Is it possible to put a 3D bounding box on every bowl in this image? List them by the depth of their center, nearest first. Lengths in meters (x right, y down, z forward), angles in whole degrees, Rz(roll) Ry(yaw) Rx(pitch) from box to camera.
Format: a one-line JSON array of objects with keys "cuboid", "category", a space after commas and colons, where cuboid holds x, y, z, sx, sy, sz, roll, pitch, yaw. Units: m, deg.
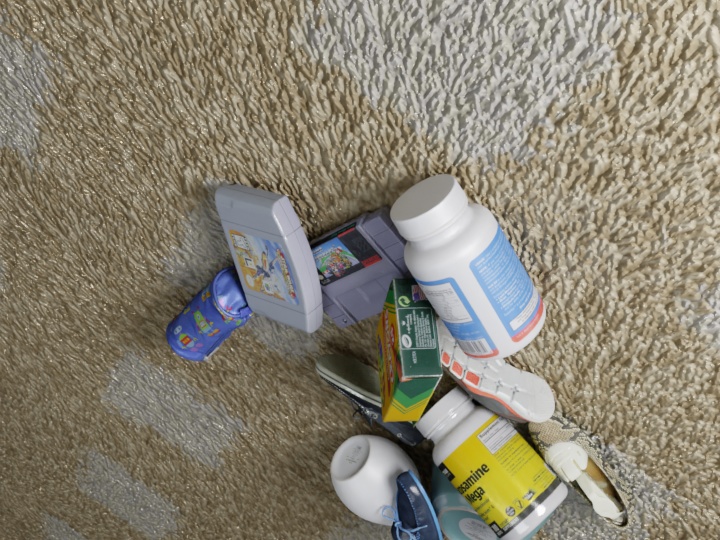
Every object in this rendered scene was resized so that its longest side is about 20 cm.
[{"cuboid": [0.182, 0.341, 1.329, 0.200, 0.105, 0.201, 18, 137, 18], "category": "bowl"}]

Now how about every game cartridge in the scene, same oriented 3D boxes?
[{"cuboid": [0.000, 0.000, 1.162, 0.130, 0.038, 0.200, 44, 139, -20], "category": "game cartridge"}, {"cuboid": [-0.114, -0.013, 1.185, 0.133, 0.041, 0.201, 20, 134, 43], "category": "game cartridge"}]

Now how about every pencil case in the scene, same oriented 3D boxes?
[{"cuboid": [-0.217, 0.070, 1.335, 0.087, 0.078, 0.200, 59, 140, 7], "category": "pencil case"}]

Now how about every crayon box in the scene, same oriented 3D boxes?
[{"cuboid": [0.054, 0.109, 1.127, 0.051, 0.128, 0.200, -1, 153, -7], "category": "crayon box"}]

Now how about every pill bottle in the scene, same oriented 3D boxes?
[{"cuboid": [0.118, -0.005, 1.019, 0.112, 0.112, 0.200, -11, 123, 39], "category": "pill bottle"}, {"cuboid": [0.170, 0.256, 1.216, 0.200, 0.112, 0.113, 48, 142, 15], "category": "pill bottle"}]

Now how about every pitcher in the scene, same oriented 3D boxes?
[{"cuboid": [0.029, 0.341, 1.430, 0.171, 0.122, 0.200, 0, 143, 50], "category": "pitcher"}]

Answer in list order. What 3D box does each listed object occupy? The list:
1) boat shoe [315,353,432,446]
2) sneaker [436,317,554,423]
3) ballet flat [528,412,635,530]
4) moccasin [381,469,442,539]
[{"cuboid": [0.018, 0.187, 1.300, 0.199, 0.075, 0.062, 31, 115, -4], "category": "boat shoe"}, {"cuboid": [0.151, 0.141, 1.175, 0.200, 0.077, 0.082, 37, 146, -4], "category": "sneaker"}, {"cuboid": [0.298, 0.270, 1.202, 0.068, 0.075, 0.200, -37, 106, 24], "category": "ballet flat"}, {"cuboid": [0.078, 0.382, 1.326, 0.080, 0.068, 0.201, -130, 21, -60], "category": "moccasin"}]
